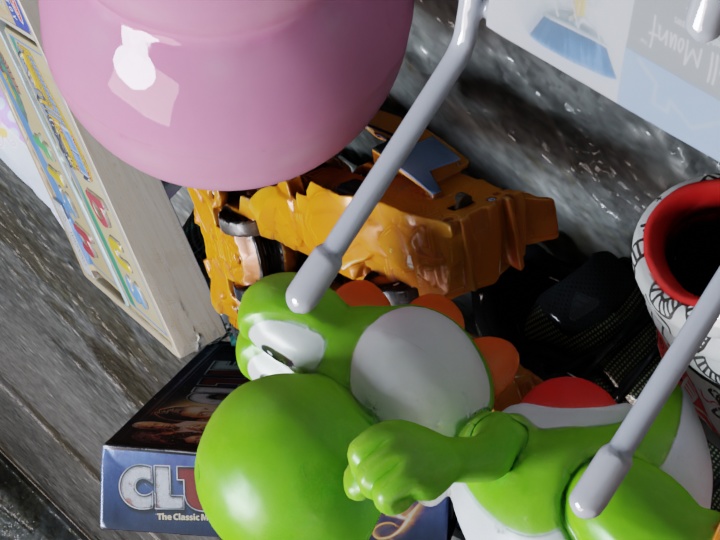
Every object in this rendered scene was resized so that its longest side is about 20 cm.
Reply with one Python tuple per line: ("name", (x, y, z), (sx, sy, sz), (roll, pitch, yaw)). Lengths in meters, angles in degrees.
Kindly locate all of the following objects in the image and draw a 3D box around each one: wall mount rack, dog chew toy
("wall mount rack", (0.053, -0.042, 0.625), (0.200, 0.074, 0.175), (35, 134, 33))
("dog chew toy", (-0.046, -0.115, 0.709), (0.124, 0.124, 0.200), (38, 156, 25))

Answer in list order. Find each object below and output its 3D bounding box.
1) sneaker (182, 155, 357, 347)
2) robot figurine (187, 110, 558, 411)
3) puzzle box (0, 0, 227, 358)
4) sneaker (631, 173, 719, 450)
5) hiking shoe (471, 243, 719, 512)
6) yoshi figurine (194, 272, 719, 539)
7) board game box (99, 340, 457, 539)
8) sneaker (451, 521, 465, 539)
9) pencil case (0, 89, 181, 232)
("sneaker", (-0.035, 0.001, 1.018), (0.078, 0.091, 0.200), (50, 164, -19))
("robot figurine", (0.000, 0.000, 0.835), (0.200, 0.058, 0.146), (26, 132, 55))
("puzzle box", (-0.126, -0.068, 0.975), (0.133, 0.025, 0.201), (31, 147, 61))
("sneaker", (0.159, 0.045, 0.665), (0.201, 0.067, 0.108), (37, 165, 38))
("hiking shoe", (0.100, 0.047, 0.810), (0.200, 0.076, 0.101), (29, 161, 49))
("yoshi figurine", (0.031, 0.078, 0.690), (0.199, 0.113, 0.112), (30, -159, 19))
("board game box", (-0.019, 0.068, 0.948), (0.135, 0.035, 0.200), (3, -170, 7))
("sneaker", (0.082, 0.141, 0.842), (0.112, 0.073, 0.200), (56, -179, -4))
("pencil case", (-0.166, -0.098, 1.118), (0.200, 0.083, 0.091), (46, 178, 2))
